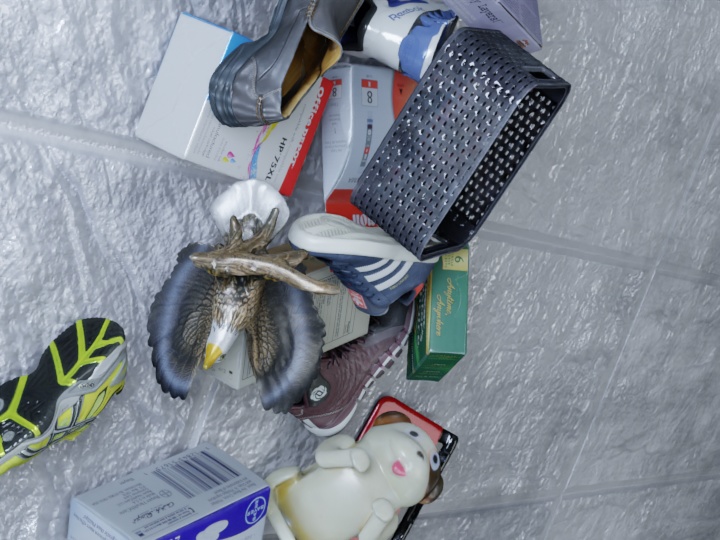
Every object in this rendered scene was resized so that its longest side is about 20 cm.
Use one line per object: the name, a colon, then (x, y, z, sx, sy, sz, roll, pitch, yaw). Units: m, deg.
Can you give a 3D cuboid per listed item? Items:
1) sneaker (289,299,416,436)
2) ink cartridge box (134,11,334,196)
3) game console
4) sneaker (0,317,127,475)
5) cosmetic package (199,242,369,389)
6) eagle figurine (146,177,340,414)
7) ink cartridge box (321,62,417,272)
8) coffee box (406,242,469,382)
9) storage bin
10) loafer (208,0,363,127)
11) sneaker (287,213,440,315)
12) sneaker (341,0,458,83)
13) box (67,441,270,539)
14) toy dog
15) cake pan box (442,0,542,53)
sneaker: (-0.019, 0.082, 1.495, 0.201, 0.075, 0.115, -61, 144, -4)
ink cartridge box: (-0.098, -0.140, 1.230, 0.199, 0.067, 0.117, 15, 98, -57)
game console: (0.027, 0.270, 1.741, 0.201, 0.118, 0.172, -60, 178, -5)
sneaker: (-0.269, 0.127, 1.170, 0.200, 0.075, 0.077, -40, 140, -30)
cosmetic package: (-0.074, 0.034, 1.382, 0.199, 0.071, 0.106, -19, 125, -48)
eagle figurine: (-0.110, 0.036, 1.222, 0.150, 0.152, 0.201, -32, 160, -22)
ink cartridge box: (0.026, -0.103, 1.387, 0.162, 0.050, 0.202, -4, 90, -53)
coffee box: (0.084, 0.049, 1.520, 0.200, 0.043, 0.124, 113, -19, -77)
storage bin: (0.095, -0.120, 1.299, 0.201, 0.094, 0.135, -56, 163, 21)
loafer: (-0.042, -0.189, 1.155, 0.201, 0.072, 0.073, -55, 143, -26)
sneaker: (0.000, 0.000, 1.318, 0.199, 0.075, 0.085, 7, 110, -48)
sneaker: (0.032, -0.241, 1.337, 0.199, 0.114, 0.081, -57, 170, -74)
box: (-0.196, 0.303, 1.367, 0.183, 0.104, 0.202, -18, 127, -48)
toy dog: (-0.001, 0.249, 1.529, 0.199, 0.140, 0.194, -31, 165, -3)
cake pan box: (0.114, -0.326, 1.334, 0.200, 0.052, 0.186, 25, 54, -59)
